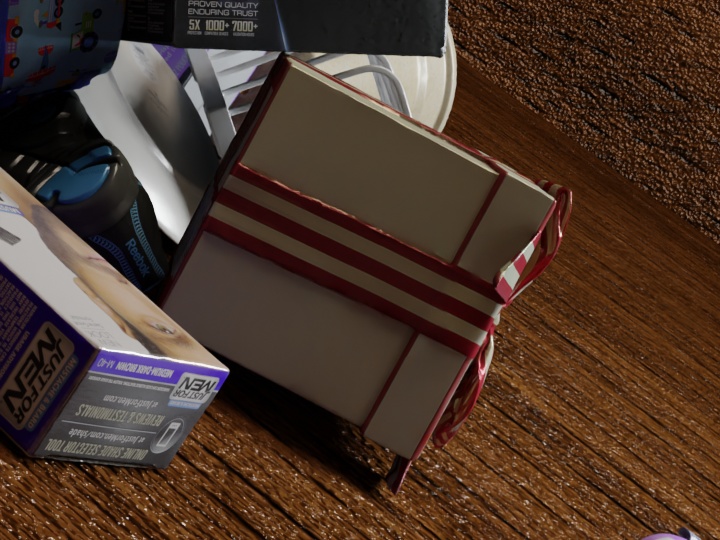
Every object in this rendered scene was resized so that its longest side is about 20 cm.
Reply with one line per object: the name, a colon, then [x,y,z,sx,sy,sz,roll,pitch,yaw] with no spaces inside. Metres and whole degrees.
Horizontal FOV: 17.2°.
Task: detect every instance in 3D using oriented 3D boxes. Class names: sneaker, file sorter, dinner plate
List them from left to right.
sneaker: [-0.166,-0.043,1.355,0.082,0.073,0.200,60,-6,-28]
dinner plate: [-0.134,-0.099,1.510,0.200,0.024,0.200,55,14,-20]
file sorter: [-0.032,-0.084,1.560,0.200,0.124,0.139,-113,-175,-70]

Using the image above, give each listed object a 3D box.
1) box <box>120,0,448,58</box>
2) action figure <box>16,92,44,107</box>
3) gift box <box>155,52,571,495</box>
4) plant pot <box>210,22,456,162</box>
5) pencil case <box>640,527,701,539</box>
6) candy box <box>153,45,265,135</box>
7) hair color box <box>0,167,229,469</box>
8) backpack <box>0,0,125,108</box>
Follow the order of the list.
box: [-0.060,-0.172,1.387,0.164,0.086,0.200,0,7,-21]
action figure: [-0.191,-0.131,1.544,0.200,0.099,0.065,24,14,-31]
gift box: [0.000,0.000,1.316,0.187,0.185,0.200,27,10,-8]
plant pot: [-0.052,-0.149,1.821,0.200,0.201,0.183,36,22,14]
pencil case: [0.185,0.214,1.185,0.086,0.084,0.200,54,-2,-37]
candy box: [-0.161,-0.201,1.726,0.200,0.168,0.072,39,11,27]
hair color box: [-0.167,0.007,1.099,0.200,0.065,0.109,41,13,27]
backpack: [-0.238,-0.173,1.304,0.134,0.183,0.200,32,30,33]
